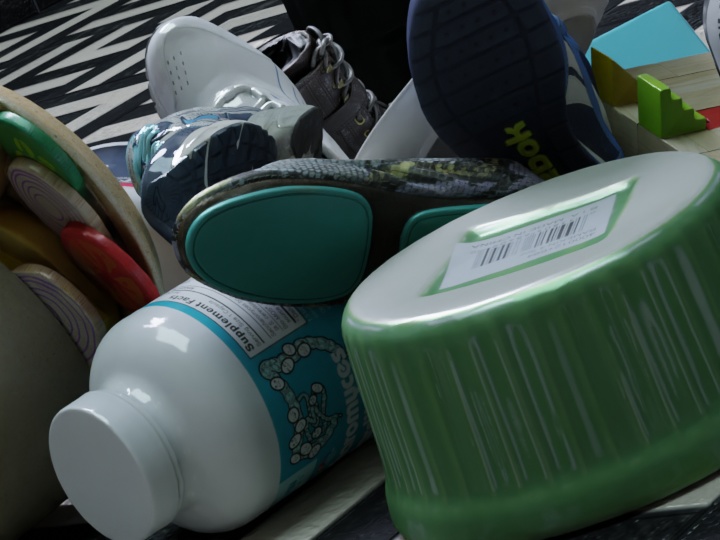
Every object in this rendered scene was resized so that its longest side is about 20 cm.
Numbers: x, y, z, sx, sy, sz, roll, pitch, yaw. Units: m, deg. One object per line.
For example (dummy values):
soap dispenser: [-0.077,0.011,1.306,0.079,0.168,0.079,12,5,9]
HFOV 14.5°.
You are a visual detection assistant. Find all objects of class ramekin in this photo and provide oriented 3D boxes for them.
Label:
ramekin: [0.088,0.028,1.203,0.199,0.098,0.200,-22,13,5]

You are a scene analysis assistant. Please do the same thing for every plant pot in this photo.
plant pot: [-0.254,0.103,1.381,0.187,0.188,0.200,-8,34,48]

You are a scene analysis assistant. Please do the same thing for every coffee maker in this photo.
coffee maker: [0.013,-0.151,1.839,0.134,0.201,0.192,-21,10,16]

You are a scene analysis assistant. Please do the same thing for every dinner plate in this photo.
dinner plate: [0.068,-0.092,1.466,0.200,0.024,0.200,-41,-16,-14]

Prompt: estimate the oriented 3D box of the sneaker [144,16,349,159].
sneaker: [-0.041,-0.066,1.567,0.074,0.200,0.087,-44,-1,-11]

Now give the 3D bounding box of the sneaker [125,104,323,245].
sneaker: [-0.083,-0.043,1.434,0.086,0.078,0.200,5,8,14]

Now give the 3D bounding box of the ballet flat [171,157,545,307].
ballet flat: [0.002,-0.022,1.298,0.199,0.073,0.072,0,4,-22]

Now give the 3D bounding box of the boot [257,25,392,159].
boot: [0.004,-0.089,1.680,0.199,0.174,0.070,-29,53,8]

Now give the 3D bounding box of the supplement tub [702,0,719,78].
supplement tub: [0.214,-0.067,1.146,0.122,0.201,0.123,-22,13,5]

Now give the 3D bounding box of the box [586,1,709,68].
box: [0.107,-0.076,1.636,0.199,0.049,0.082,-28,-23,-22]

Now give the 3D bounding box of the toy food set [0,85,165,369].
toy food set: [-0.175,-0.016,1.393,0.197,0.201,0.049,29,54,18]

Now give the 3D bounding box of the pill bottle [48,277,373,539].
pill bottle: [-0.050,0.050,1.329,0.200,0.111,0.110,-33,16,-36]

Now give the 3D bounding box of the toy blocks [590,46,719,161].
toy blocks: [0.198,-0.062,1.408,0.136,0.101,0.200,-12,25,-18]

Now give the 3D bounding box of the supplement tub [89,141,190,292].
supplement tub: [-0.131,0.007,1.579,0.139,0.141,0.200,-22,13,3]

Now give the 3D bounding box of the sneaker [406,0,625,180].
sneaker: [0.072,-0.090,1.349,0.073,0.200,0.083,-18,48,12]
